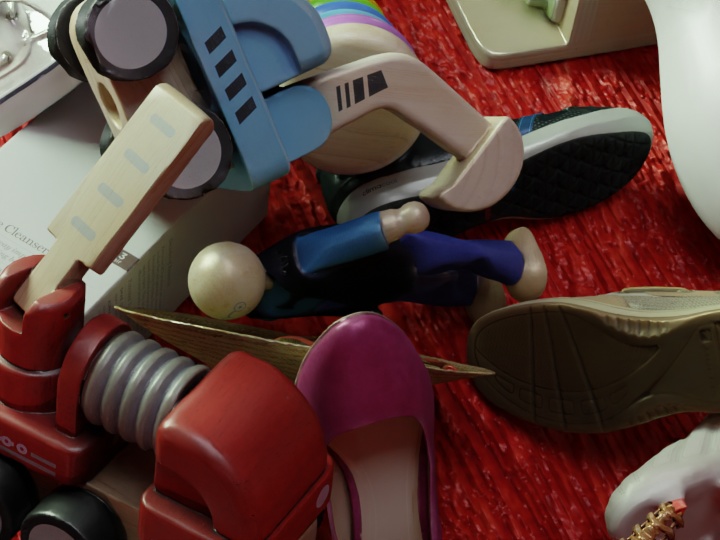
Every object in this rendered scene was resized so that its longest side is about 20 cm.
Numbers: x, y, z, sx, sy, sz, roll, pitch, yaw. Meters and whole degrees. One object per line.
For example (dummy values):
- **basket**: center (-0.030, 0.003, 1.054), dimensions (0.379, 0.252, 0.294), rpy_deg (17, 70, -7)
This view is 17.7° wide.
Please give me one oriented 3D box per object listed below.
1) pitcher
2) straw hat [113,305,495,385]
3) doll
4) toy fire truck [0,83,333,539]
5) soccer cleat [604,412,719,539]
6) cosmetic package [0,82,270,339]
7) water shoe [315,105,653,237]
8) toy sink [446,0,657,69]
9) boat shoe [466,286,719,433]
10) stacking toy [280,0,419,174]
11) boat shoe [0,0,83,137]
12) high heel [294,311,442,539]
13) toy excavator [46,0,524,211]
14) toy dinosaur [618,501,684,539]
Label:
- **pitcher**: center (0.222, -0.108, 1.292), dimensions (0.121, 0.172, 0.201), rpy_deg (-23, 85, 2)
- **straw hat**: center (-0.033, 0.076, 1.172), dimensions (0.200, 0.201, 0.085), rpy_deg (10, 91, -1)
- **doll**: center (0.000, 0.000, 1.209), dimensions (0.199, 0.136, 0.049), rpy_deg (0, 69, -33)
- **toy fire truck**: center (-0.091, 0.040, 1.042), dimensions (0.176, 0.201, 0.129), rpy_deg (25, 43, 20)
- **soccer cleat**: center (0.199, 0.095, 1.217), dimensions (0.199, 0.069, 0.078), rpy_deg (-17, 50, -30)
- **cosmetic package**: center (-0.144, -0.023, 1.246), dimensions (0.113, 0.081, 0.200), rpy_deg (28, 53, 16)
- **water shoe**: center (0.072, -0.070, 1.325), dimensions (0.199, 0.072, 0.079), rpy_deg (-15, 53, -21)
- **toy sink**: center (0.153, -0.221, 1.435), dimensions (0.199, 0.112, 0.131), rpy_deg (-10, 52, -16)
- **boat shoe**: center (0.152, 0.042, 1.220), dimensions (0.199, 0.072, 0.065), rpy_deg (-5, 10, 31)
- **stacking toy**: center (-0.010, -0.129, 1.328), dimensions (0.085, 0.086, 0.200), rpy_deg (5, 24, -5)
- **boat shoe**: center (-0.196, -0.126, 1.253), dimensions (0.086, 0.202, 0.075), rpy_deg (54, 24, -15)
- **high heel**: center (0.011, 0.112, 1.083), dimensions (0.067, 0.200, 0.096), rpy_deg (-9, 46, -11)
- **toy excavator**: center (-0.033, -0.092, 1.184), dimensions (0.199, 0.100, 0.195), rpy_deg (-27, 101, -14)
- **toy dinosaur**: center (0.084, 0.196, 1.061), dimensions (0.200, 0.136, 0.102), rpy_deg (-33, 72, 17)
